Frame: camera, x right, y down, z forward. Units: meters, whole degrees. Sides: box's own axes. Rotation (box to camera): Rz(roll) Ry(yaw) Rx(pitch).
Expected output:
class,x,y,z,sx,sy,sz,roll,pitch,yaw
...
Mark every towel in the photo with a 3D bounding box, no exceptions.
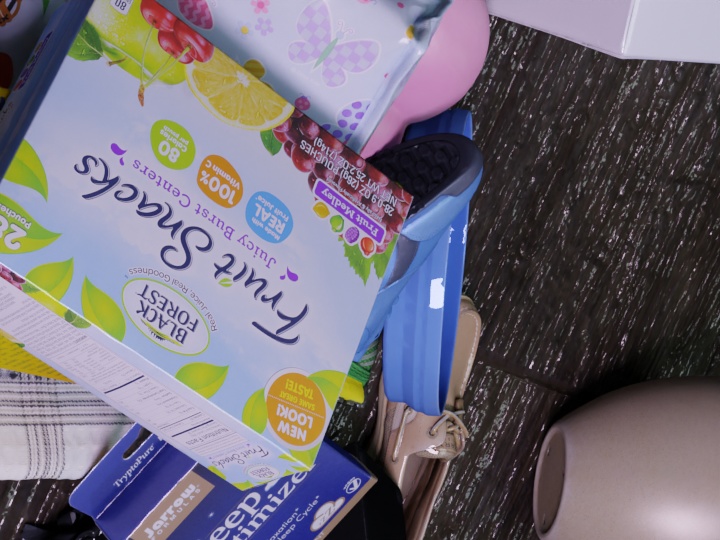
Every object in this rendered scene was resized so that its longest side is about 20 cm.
class,x,y,z,sx,sy,sz,roll,pitch,yaw
towel,-0.177,0.021,1.039,0.200,0.034,0.193,8,74,-47

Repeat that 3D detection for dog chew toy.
class,x,y,z,sx,sy,sz,roll,pitch,yaw
dog chew toy,-0.014,-0.112,1.136,0.200,0.124,0.125,-49,136,-2

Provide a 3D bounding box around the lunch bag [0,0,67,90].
class,x,y,z,sx,sy,sz,roll,pitch,yaw
lunch bag,-0.201,-0.170,0.958,0.200,0.075,0.160,-59,142,-3

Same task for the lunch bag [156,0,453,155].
class,x,y,z,sx,sy,sz,roll,pitch,yaw
lunch bag,-0.062,-0.122,1.019,0.200,0.169,0.127,-57,-177,38

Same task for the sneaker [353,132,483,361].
class,x,y,z,sx,sy,sz,roll,pitch,yaw
sneaker,0.000,0.000,1.108,0.200,0.066,0.078,-41,130,3

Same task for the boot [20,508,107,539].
class,x,y,z,sx,sy,sz,roll,pitch,yaw
boot,-0.165,0.241,1.173,0.162,0.073,0.199,-25,110,-25

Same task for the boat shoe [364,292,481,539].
class,x,y,z,sx,sy,sz,roll,pitch,yaw
boat shoe,0.049,0.114,1.341,0.071,0.064,0.201,10,102,-46

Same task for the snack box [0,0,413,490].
class,x,y,z,sx,sy,sz,roll,pitch,yaw
snack box,-0.087,-0.017,0.900,0.200,0.068,0.169,36,56,-22

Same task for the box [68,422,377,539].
class,x,y,z,sx,sy,sz,roll,pitch,yaw
box,-0.077,0.131,1.100,0.121,0.032,0.200,-47,145,-1

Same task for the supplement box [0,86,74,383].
class,x,y,z,sx,sy,sz,roll,pitch,yaw
supplement box,-0.178,-0.018,0.945,0.200,0.109,0.109,15,67,-36

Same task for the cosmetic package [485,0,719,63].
class,x,y,z,sx,sy,sz,roll,pitch,yaw
cosmetic package,0.171,-0.212,1.200,0.199,0.200,0.123,-3,112,-43

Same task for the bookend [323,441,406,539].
class,x,y,z,sx,sy,sz,roll,pitch,yaw
bookend,-0.068,0.244,1.249,0.199,0.199,0.092,-16,148,14

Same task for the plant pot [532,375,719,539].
class,x,y,z,sx,sy,sz,roll,pitch,yaw
plant pot,0.211,0.174,1.460,0.134,0.200,0.201,9,107,-8

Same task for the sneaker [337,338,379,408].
class,x,y,z,sx,sy,sz,roll,pitch,yaw
sneaker,-0.059,0.029,1.201,0.200,0.078,0.085,20,85,-53

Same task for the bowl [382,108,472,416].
class,x,y,z,sx,sy,sz,roll,pitch,yaw
bowl,0.044,-0.006,1.217,0.201,0.039,0.201,6,90,-84
